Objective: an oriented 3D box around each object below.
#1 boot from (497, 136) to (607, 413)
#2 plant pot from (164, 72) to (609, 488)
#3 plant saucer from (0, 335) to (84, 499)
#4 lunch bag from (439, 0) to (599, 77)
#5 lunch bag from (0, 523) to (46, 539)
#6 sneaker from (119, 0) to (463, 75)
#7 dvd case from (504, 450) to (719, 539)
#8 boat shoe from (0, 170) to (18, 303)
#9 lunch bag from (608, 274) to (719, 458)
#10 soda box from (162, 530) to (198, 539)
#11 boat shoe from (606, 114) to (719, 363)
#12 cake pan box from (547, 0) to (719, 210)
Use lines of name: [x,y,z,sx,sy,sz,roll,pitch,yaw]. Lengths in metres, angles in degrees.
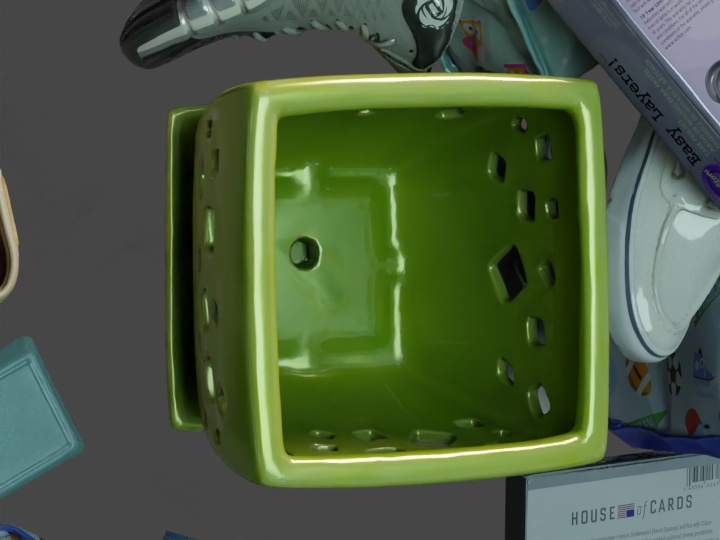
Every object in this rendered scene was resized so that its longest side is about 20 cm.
boot: [0.099,0.020,1.594,0.067,0.131,0.201,-15,99,-23]
plant pot: [0.000,0.000,1.519,0.198,0.181,0.201,-2,94,-24]
plant saucer: [-0.235,0.111,1.504,0.200,0.019,0.070,-31,105,-22]
lunch bag: [0.099,-0.217,1.590,0.170,0.122,0.201,-32,111,-20]
lunch bag: [-0.180,0.226,1.464,0.200,0.160,0.076,-55,131,-12]
sneaker: [-0.019,-0.128,1.525,0.199,0.075,0.116,-28,115,19]
dvd case: [0.144,0.204,1.661,0.150,0.025,0.201,-5,99,-34]
boat shoe: [-0.218,-0.072,1.473,0.074,0.069,0.201,-29,104,-21]
lunch bag: [0.217,0.009,1.629,0.123,0.170,0.201,28,79,-21]
soda box: [-0.052,0.184,1.492,0.068,0.200,0.064,33,79,-22]
boat shoe: [0.181,-0.046,1.540,0.071,0.070,0.201,41,58,-41]
cake pan box: [0.202,-0.155,1.523,0.200,0.052,0.184,-42,94,-29]
